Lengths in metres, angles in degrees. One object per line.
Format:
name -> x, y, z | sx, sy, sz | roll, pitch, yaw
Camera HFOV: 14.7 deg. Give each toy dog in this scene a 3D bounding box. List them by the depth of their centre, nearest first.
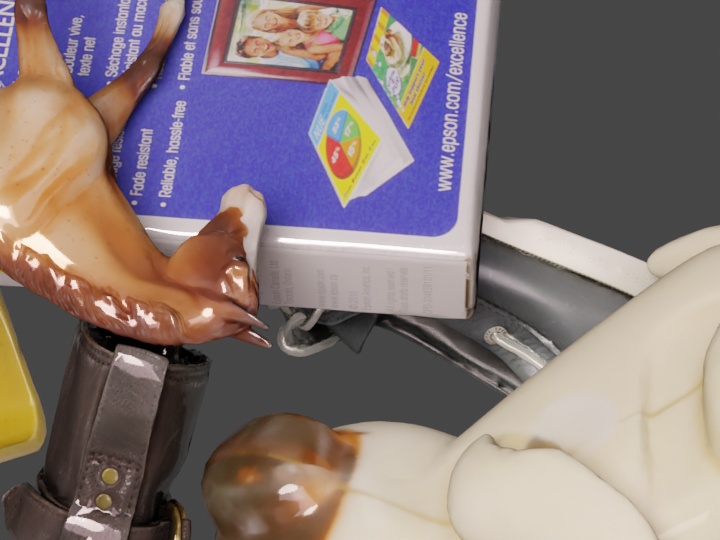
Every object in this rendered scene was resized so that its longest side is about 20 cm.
toy dog -> 0.055, 0.068, 0.742 | 0.199, 0.140, 0.195 | -19, 52, 6

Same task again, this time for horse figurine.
horse figurine -> -0.118, -0.048, 0.721 | 0.199, 0.050, 0.133 | 12, 58, -15

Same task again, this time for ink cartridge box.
ink cartridge box -> -0.058, -0.082, 0.811 | 0.199, 0.047, 0.198 | 4, 57, 4

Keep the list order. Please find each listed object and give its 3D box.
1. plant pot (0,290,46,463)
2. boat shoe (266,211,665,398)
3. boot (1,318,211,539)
plant pot -> -0.236, -0.002, 0.807 | 0.176, 0.200, 0.201 | -21, 88, 19
boat shoe -> 0.000, 0.000, 0.844 | 0.199, 0.073, 0.062 | 19, 87, -1
boot -> -0.076, 0.094, 0.788 | 0.069, 0.200, 0.175 | 13, 87, -8
